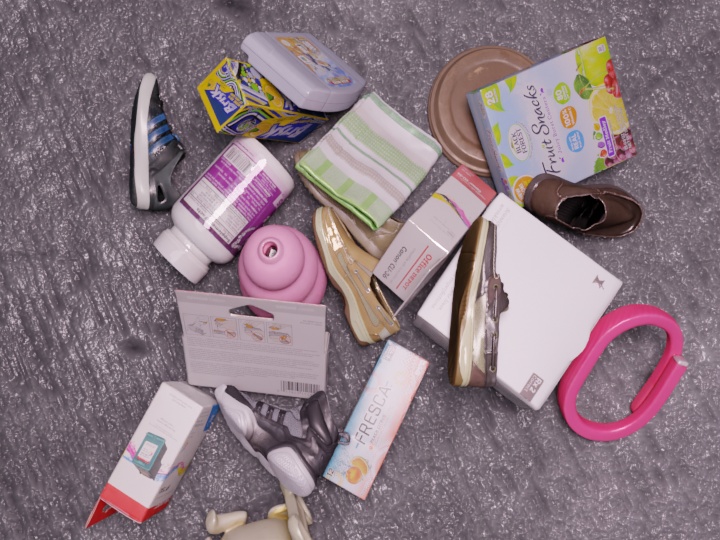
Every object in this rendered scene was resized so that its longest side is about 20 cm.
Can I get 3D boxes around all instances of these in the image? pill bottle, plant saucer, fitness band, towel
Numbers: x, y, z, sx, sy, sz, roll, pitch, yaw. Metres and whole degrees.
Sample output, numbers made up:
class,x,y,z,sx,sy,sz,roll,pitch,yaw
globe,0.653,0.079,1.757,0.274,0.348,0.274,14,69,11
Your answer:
class,x,y,z,sx,sy,sz,roll,pitch,yaw
pill bottle,-0.193,-0.084,0.985,0.112,0.112,0.201,41,85,7
plant saucer,0.196,-0.241,1.041,0.193,0.029,0.207,0,81,0
fitness band,0.345,0.139,0.931,0.140,0.038,0.204,16,114,-14
towel,0.018,-0.160,0.982,0.148,0.031,0.201,35,51,5

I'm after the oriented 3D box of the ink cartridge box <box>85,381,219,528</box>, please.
class,x,y,z,sx,sy,sz,roll,pitch,yaw
ink cartridge box,-0.270,0.253,0.933,0.066,0.116,0.204,27,84,5

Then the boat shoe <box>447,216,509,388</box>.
class,x,y,z,sx,sy,sz,roll,pitch,yaw
boat shoe,0.147,0.040,0.852,0.063,0.073,0.207,10,85,-7

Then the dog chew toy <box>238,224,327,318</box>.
class,x,y,z,sx,sy,sz,roll,pitch,yaw
dog chew toy,-0.106,-0.001,0.923,0.120,0.200,0.129,0,76,0

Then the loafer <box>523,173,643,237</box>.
class,x,y,z,sx,sy,sz,roll,pitch,yaw
loafer,0.313,-0.076,0.959,0.194,0.071,0.075,5,118,-24

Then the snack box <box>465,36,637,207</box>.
class,x,y,z,sx,sy,sz,roll,pitch,yaw
snack box,0.267,-0.204,0.983,0.195,0.068,0.173,-24,102,-5

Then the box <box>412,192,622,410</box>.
class,x,y,z,sx,sy,sz,roll,pitch,yaw
box,0.203,0.045,0.946,0.198,0.131,0.201,37,83,6

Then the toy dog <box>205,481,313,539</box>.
class,x,y,z,sx,sy,sz,roll,pitch,yaw
toy dog,-0.145,0.392,0.915,0.196,0.140,0.198,-26,118,-5

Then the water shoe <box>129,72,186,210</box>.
class,x,y,z,sx,sy,sz,roll,pitch,yaw
water shoe,-0.297,-0.186,1.036,0.077,0.071,0.207,4,79,-26

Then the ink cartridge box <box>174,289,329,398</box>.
class,x,y,z,sx,sy,sz,roll,pitch,yaw
ink cartridge box,-0.138,0.089,0.934,0.193,0.180,0.045,6,39,2

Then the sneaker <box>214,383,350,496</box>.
class,x,y,z,sx,sy,sz,roll,pitch,yaw
sneaker,-0.102,0.198,0.935,0.113,0.077,0.198,-38,56,-26

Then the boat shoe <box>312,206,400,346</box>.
class,x,y,z,sx,sy,sz,roll,pitch,yaw
boat shoe,0.000,0.000,0.964,0.074,0.072,0.204,-19,107,19

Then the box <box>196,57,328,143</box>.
class,x,y,z,sx,sy,sz,roll,pitch,yaw
box,-0.127,-0.226,0.959,0.064,0.198,0.072,-31,81,27

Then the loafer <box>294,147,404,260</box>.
class,x,y,z,sx,sy,sz,roll,pitch,yaw
loafer,-0.013,-0.104,0.999,0.067,0.076,0.200,-43,93,11

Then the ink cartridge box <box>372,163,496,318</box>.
class,x,y,z,sx,sy,sz,roll,pitch,yaw
ink cartridge box,0.089,-0.040,0.921,0.067,0.117,0.200,39,46,5

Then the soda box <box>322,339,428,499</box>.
class,x,y,z,sx,sy,sz,roll,pitch,yaw
soda box,0.022,0.201,0.961,0.067,0.064,0.204,26,82,5

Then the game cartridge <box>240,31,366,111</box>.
class,x,y,z,sx,sy,sz,roll,pitch,yaw
game cartridge,-0.067,-0.276,0.975,0.132,0.200,0.042,38,117,7
